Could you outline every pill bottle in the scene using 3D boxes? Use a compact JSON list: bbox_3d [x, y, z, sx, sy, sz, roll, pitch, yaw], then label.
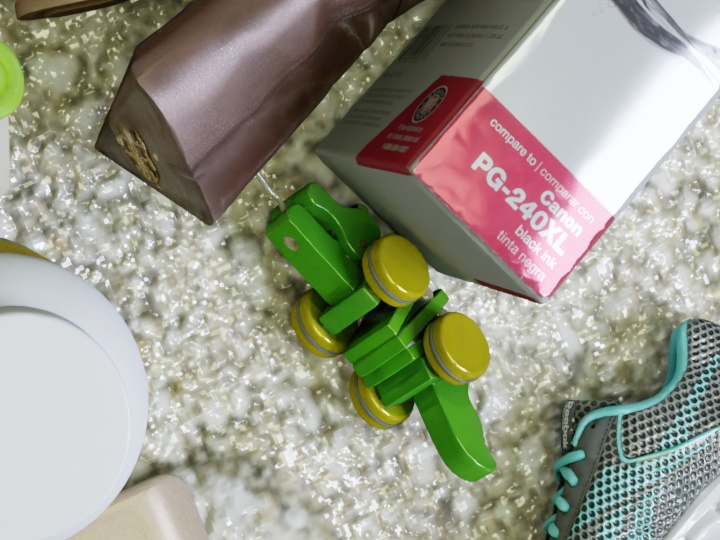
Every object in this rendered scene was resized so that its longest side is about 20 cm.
[{"bbox_3d":[-0.142,0.047,0.978,0.111,0.200,0.113,-1,94,-14],"label":"pill bottle"}]

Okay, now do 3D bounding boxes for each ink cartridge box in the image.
[{"bbox_3d":[0.089,-0.093,1.054,0.083,0.145,0.200,43,83,-14],"label":"ink cartridge box"}]

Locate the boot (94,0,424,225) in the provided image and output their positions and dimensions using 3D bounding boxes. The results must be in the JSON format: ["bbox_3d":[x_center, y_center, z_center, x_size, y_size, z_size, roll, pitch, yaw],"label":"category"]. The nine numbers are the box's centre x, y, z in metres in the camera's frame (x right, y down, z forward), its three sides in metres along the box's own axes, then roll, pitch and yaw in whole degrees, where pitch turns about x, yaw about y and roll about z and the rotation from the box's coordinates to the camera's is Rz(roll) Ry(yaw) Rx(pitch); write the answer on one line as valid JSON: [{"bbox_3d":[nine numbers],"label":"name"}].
[{"bbox_3d":[-0.032,-0.127,0.991,0.200,0.064,0.187,-40,139,-12],"label":"boot"}]

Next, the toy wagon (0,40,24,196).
[{"bbox_3d":[-0.211,-0.101,0.980,0.040,0.155,0.201,-41,104,-41],"label":"toy wagon"}]

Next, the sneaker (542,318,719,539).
[{"bbox_3d":[0.110,0.101,1.122,0.200,0.078,0.091,-42,87,-12],"label":"sneaker"}]

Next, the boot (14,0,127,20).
[{"bbox_3d":[-0.082,-0.200,1.044,0.199,0.074,0.155,-31,102,-22],"label":"boot"}]

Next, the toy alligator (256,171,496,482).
[{"bbox_3d":[0.000,0.000,1.091,0.200,0.059,0.054,52,37,-5],"label":"toy alligator"}]

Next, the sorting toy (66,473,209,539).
[{"bbox_3d":[-0.133,0.205,1.081,0.199,0.036,0.186,-24,100,-16],"label":"sorting toy"}]
